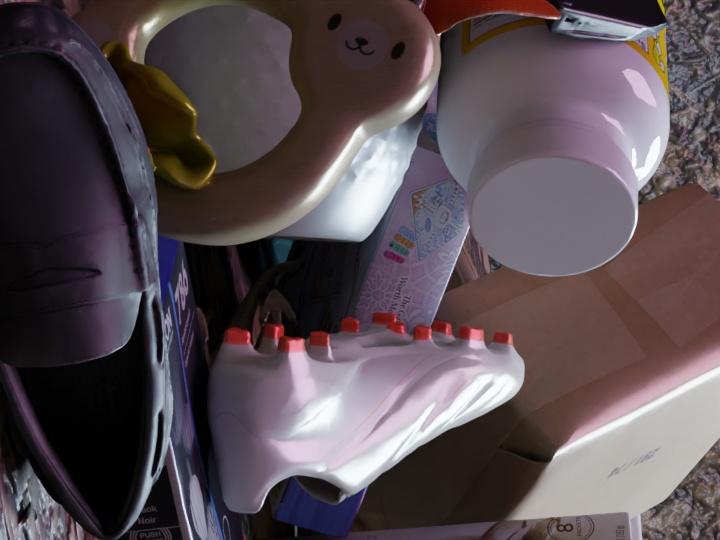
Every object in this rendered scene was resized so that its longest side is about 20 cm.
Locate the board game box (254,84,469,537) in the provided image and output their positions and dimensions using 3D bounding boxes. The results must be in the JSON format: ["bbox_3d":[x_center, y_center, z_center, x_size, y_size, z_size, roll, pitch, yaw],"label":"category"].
[{"bbox_3d":[0.000,0.000,1.295,0.200,0.043,0.200,-104,-148,-67],"label":"board game box"}]

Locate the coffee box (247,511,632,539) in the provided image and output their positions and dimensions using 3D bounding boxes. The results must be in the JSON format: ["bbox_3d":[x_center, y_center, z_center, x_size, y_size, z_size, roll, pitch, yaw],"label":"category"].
[{"bbox_3d":[0.034,0.186,1.223,0.113,0.198,0.080,-89,173,-53],"label":"coffee box"}]

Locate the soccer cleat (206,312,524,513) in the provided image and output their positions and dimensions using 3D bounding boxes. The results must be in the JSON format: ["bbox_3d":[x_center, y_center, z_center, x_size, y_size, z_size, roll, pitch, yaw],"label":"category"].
[{"bbox_3d":[0.001,0.062,1.134,0.199,0.069,0.078,-3,99,-52],"label":"soccer cleat"}]

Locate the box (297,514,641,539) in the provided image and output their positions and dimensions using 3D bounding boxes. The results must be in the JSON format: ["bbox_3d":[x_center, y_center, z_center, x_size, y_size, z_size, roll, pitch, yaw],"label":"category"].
[{"bbox_3d":[0.059,0.149,1.465,0.201,0.183,0.105,-89,-167,-44],"label":"box"}]

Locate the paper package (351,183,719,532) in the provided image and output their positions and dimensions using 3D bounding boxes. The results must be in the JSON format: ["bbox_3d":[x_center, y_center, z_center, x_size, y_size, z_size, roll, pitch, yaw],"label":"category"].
[{"bbox_3d":[0.104,0.072,1.340,0.104,0.199,0.191,51,-39,19],"label":"paper package"}]

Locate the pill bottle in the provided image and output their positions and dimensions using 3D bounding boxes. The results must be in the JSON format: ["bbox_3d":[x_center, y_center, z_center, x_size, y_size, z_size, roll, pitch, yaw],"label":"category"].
[{"bbox_3d":[0.086,-0.093,1.160,0.105,0.103,0.201,76,13,-44],"label":"pill bottle"}]

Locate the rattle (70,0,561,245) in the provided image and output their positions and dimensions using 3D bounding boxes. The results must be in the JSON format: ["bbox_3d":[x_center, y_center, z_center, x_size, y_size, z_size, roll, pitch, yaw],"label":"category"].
[{"bbox_3d":[-0.030,-0.099,0.976,0.143,0.199,0.131,63,13,-54],"label":"rattle"}]

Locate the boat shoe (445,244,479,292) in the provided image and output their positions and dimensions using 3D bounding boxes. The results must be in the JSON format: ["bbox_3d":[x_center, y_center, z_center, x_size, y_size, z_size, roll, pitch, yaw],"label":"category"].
[{"bbox_3d":[0.011,-0.028,1.504,0.201,0.064,0.071,56,-3,18],"label":"boat shoe"}]

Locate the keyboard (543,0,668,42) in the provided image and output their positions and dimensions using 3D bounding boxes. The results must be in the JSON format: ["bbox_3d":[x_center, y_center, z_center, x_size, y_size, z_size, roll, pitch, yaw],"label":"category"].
[{"bbox_3d":[0.054,-0.181,1.118,0.127,0.021,0.201,7,49,-42],"label":"keyboard"}]

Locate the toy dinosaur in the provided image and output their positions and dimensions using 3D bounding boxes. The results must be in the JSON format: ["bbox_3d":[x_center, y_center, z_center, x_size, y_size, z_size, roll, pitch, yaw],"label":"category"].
[{"bbox_3d":[-0.063,0.052,1.241,0.101,0.058,0.201,99,-2,-55],"label":"toy dinosaur"}]

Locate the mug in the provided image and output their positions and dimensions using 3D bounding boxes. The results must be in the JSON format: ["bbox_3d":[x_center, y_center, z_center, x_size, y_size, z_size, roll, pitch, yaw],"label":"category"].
[{"bbox_3d":[-0.052,-0.104,1.132,0.199,0.147,0.177,3,90,-56],"label":"mug"}]

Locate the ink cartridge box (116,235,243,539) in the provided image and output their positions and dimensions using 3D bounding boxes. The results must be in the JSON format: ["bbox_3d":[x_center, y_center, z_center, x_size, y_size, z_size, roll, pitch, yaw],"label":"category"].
[{"bbox_3d":[-0.085,0.057,1.048,0.100,0.039,0.201,-83,164,-60],"label":"ink cartridge box"}]

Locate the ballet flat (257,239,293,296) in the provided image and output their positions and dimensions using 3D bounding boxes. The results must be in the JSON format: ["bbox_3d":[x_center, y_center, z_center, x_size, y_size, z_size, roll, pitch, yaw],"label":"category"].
[{"bbox_3d":[-0.034,-0.045,1.423,0.201,0.070,0.068,74,11,-54],"label":"ballet flat"}]

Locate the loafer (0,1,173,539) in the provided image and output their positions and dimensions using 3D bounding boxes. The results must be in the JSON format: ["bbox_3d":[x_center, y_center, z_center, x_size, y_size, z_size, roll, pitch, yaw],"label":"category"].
[{"bbox_3d":[-0.097,0.004,0.870,0.071,0.068,0.202,-103,-176,-52],"label":"loafer"}]
